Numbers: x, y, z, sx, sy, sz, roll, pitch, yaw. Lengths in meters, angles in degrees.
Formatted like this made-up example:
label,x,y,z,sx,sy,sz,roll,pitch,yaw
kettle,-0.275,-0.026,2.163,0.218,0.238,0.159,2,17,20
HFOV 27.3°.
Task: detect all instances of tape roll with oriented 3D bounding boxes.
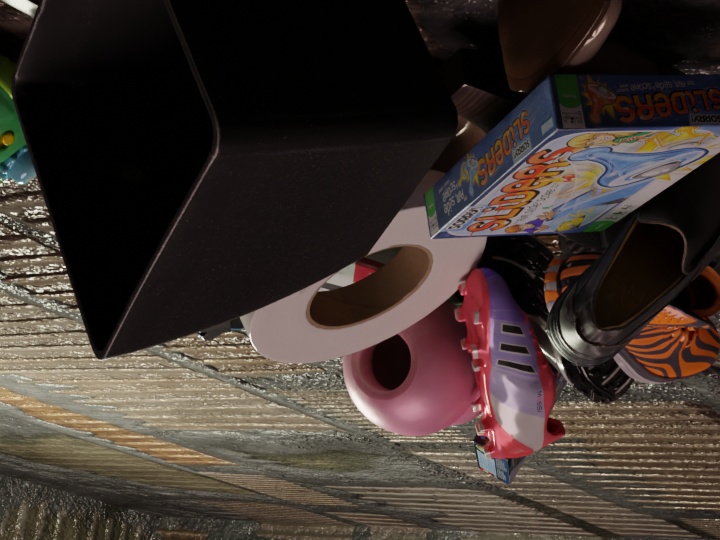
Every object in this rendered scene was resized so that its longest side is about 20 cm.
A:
label,x,y,z,sx,sy,sz,roll,pitch,yaw
tape roll,0.000,0.000,1.123,0.201,0.037,0.203,-21,153,-11

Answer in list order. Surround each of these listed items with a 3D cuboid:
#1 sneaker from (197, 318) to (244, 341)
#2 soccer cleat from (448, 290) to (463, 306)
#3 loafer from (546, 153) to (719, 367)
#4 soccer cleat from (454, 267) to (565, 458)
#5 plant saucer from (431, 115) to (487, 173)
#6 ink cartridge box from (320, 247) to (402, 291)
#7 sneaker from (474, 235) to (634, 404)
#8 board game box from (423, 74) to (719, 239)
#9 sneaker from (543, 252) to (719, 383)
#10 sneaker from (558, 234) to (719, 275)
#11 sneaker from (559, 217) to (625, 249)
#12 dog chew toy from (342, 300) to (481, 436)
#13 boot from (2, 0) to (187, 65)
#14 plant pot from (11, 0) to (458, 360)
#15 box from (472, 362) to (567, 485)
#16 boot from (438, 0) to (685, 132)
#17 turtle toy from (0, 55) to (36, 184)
label,x,y,z,sx,sy,sz,roll,pitch,yaw
sneaker,-0.106,-0.048,1.137,0.081,0.201,0.073,-13,-153,-13
soccer cleat,0.096,0.010,1.364,0.081,0.068,0.200,22,157,-19
loafer,0.209,-0.018,1.012,0.073,0.200,0.072,38,168,0
soccer cleat,0.124,0.073,1.206,0.076,0.067,0.201,-14,128,-5
plant saucer,0.004,-0.107,1.069,0.199,0.037,0.201,6,163,2
ink cartridge box,-0.050,-0.025,1.282,0.144,0.084,0.200,17,160,-29
sneaker,0.163,0.033,1.254,0.200,0.074,0.079,45,176,-19
board game box,0.137,-0.068,0.932,0.134,0.035,0.200,-3,164,-19
sneaker,0.238,0.035,1.117,0.199,0.078,0.112,20,160,-41
sneaker,0.267,-0.001,1.236,0.199,0.076,0.105,10,161,18
sneaker,0.229,-0.047,1.116,0.199,0.071,0.080,5,180,24
dog chew toy,0.071,0.084,1.325,0.124,0.126,0.200,-3,174,31
boot,-0.196,-0.166,0.902,0.181,0.073,0.199,-24,154,36
plant pot,-0.066,-0.090,0.831,0.176,0.201,0.200,-4,147,-33
box,0.171,0.095,1.389,0.038,0.201,0.137,28,167,15
boot,0.144,-0.124,0.917,0.145,0.071,0.200,9,166,-27
turtle toy,-0.307,-0.107,1.089,0.199,0.102,0.145,-4,160,35
